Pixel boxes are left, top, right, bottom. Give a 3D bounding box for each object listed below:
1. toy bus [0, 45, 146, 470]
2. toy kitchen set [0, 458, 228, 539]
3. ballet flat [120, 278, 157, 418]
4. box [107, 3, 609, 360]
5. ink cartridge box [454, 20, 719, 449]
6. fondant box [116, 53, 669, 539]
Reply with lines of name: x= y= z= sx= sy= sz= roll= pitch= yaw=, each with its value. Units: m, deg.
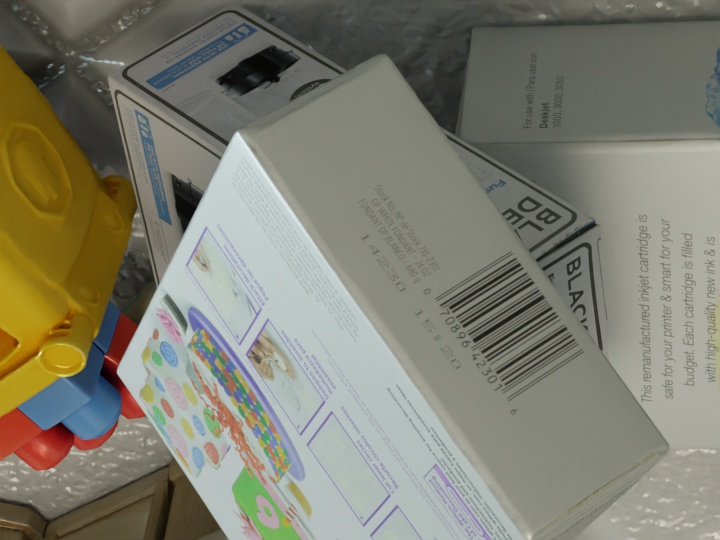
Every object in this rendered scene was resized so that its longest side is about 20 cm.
toy bus: x=-0.175 y=0.015 z=0.962 sx=0.199 sy=0.136 sz=0.192 roll=-29 pitch=120 yaw=28
toy kitchen set: x=-0.149 y=0.119 z=1.027 sx=0.199 sy=0.164 sz=0.181 roll=-26 pitch=122 yaw=24
ballet flat: x=-0.007 y=0.054 z=1.025 sx=0.199 sy=0.070 sz=0.070 roll=21 pitch=128 yaw=-10
box: x=0.000 y=0.000 z=0.901 sx=0.060 sy=0.200 sz=0.117 roll=-31 pitch=134 yaw=-26
ink cartridge box: x=0.137 y=-0.013 z=0.938 sx=0.198 sy=0.085 sz=0.145 roll=-2 pitch=128 yaw=6
fondant box: x=0.001 y=0.043 z=0.809 sx=0.145 sy=0.058 sz=0.200 roll=55 pitch=153 yaw=10
